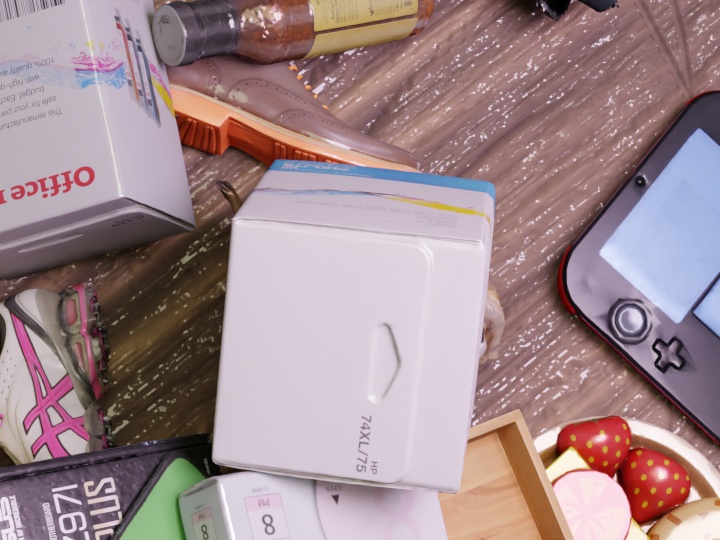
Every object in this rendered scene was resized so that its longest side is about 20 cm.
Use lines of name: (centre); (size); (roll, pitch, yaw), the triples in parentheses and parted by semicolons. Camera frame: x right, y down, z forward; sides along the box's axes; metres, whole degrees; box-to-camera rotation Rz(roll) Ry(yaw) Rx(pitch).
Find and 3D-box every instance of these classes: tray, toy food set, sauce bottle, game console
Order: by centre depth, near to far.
tray: (0.032, 0.166, 1.387); (0.199, 0.037, 0.099); (-19, 81, -29)
toy food set: (0.169, 0.195, 1.472); (0.198, 0.049, 0.200); (-40, 87, -15)
sauce bottle: (-0.044, -0.172, 1.478); (0.199, 0.066, 0.067); (-13, 79, -36)
game console: (0.248, -0.006, 1.539); (0.177, 0.031, 0.200); (41, 75, 1)

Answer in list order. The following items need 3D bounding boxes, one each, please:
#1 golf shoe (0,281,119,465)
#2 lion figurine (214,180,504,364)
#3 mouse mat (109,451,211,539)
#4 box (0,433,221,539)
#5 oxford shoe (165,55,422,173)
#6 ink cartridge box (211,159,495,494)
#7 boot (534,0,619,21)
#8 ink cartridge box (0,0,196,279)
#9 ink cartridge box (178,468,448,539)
golf shoe: (-0.198, 0.103, 1.407); (0.091, 0.073, 0.201); (-9, 55, -3)
lion figurine: (0.000, 0.000, 1.475); (0.198, 0.123, 0.073); (11, 41, 9)
mouse mat: (-0.077, 0.221, 1.262); (0.200, 0.008, 0.161); (48, 51, -18)
box: (-0.149, 0.206, 1.269); (0.163, 0.086, 0.202); (-6, 80, -40)
oxford shoe: (-0.045, -0.105, 1.494); (0.198, 0.071, 0.073); (20, 70, -4)
ink cartridge box: (0.001, 0.027, 1.326); (0.144, 0.200, 0.148); (7, 102, 3)
boot: (0.077, -0.241, 1.532); (0.167, 0.200, 0.077); (24, 96, -38)
ink cartridge box: (-0.206, -0.110, 1.409); (0.144, 0.145, 0.202); (-14, 79, 13)
ink cartridge box: (-0.010, 0.210, 1.283); (0.162, 0.057, 0.202); (-3, 71, -42)
